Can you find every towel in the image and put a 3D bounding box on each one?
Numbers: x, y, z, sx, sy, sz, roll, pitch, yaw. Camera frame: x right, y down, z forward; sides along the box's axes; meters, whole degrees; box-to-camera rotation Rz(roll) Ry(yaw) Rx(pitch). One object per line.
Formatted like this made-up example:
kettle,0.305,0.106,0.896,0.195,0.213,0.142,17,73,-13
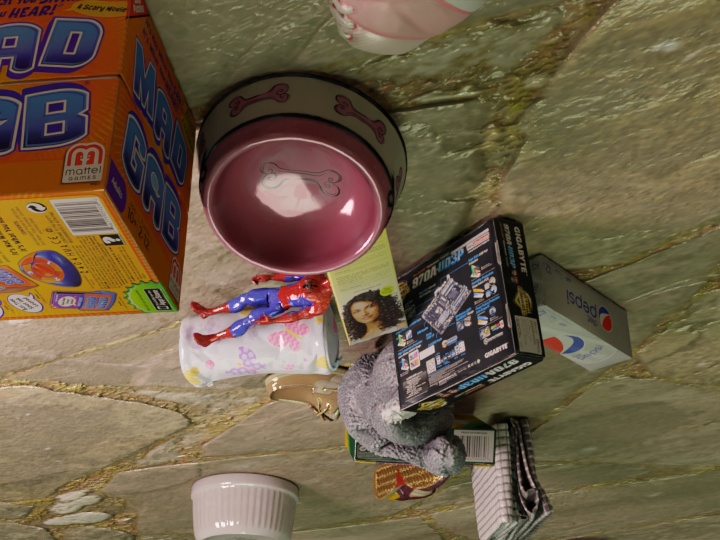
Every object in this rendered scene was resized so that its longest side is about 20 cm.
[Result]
towel,0.235,0.339,1.743,0.085,0.166,0.200,0,153,-7

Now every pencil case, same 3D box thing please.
pencil case,-0.125,0.092,1.362,0.199,0.091,0.083,-7,173,9

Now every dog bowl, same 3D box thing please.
dog bowl,-0.057,-0.078,1.010,0.199,0.074,0.201,2,132,2

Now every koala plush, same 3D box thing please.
koala plush,0.060,0.145,1.387,0.183,0.178,0.200,10,156,3

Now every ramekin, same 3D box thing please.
ramekin,-0.213,0.451,2.013,0.199,0.105,0.200,0,151,0

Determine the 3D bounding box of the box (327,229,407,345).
box,0.000,0.000,1.193,0.075,0.050,0.200,-19,141,-1

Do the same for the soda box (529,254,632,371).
soda box,0.248,0.055,1.319,0.063,0.068,0.200,-22,145,36

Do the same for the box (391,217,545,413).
box,0.110,0.055,1.222,0.046,0.159,0.200,12,150,-34

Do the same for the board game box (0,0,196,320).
board game box,-0.264,-0.092,0.912,0.199,0.201,0.200,-3,152,6

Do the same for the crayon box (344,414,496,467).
crayon box,0.083,0.243,1.606,0.199,0.059,0.173,3,180,-5

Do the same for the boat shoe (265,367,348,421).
boat shoe,-0.035,0.177,1.545,0.199,0.067,0.074,1,151,-1

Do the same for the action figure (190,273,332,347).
action figure,-0.105,0.038,1.286,0.199,0.066,0.052,-17,150,16

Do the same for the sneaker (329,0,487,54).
sneaker,-0.006,-0.220,0.805,0.200,0.076,0.105,21,140,-40

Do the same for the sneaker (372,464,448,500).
sneaker,0.106,0.344,1.860,0.090,0.075,0.200,9,158,-32
